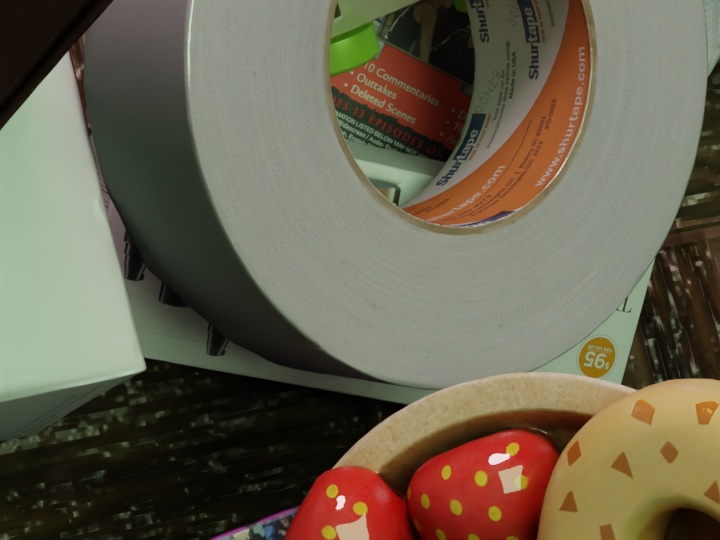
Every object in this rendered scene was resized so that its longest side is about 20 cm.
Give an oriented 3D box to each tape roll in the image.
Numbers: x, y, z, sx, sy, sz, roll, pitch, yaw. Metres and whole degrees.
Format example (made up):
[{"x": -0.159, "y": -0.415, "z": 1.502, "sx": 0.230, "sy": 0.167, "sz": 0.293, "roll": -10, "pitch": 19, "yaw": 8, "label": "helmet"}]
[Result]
[{"x": 0.014, "y": -0.065, "z": 0.880, "sx": 0.199, "sy": 0.066, "sz": 0.202, "roll": -3, "pitch": 95, "yaw": -34, "label": "tape roll"}]

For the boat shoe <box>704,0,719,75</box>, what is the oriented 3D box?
[{"x": 0.107, "y": -0.157, "z": 1.057, "sx": 0.072, "sy": 0.071, "sz": 0.202, "roll": 2, "pitch": 99, "yaw": -15, "label": "boat shoe"}]

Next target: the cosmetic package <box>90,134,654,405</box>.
[{"x": 0.000, "y": 0.000, "z": 0.964, "sx": 0.199, "sy": 0.051, "sz": 0.083, "roll": 11, "pitch": 101, "yaw": -22, "label": "cosmetic package"}]

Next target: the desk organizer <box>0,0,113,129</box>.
[{"x": -0.108, "y": -0.101, "z": 0.747, "sx": 0.077, "sy": 0.200, "sz": 0.072, "roll": 12, "pitch": 72, "yaw": -18, "label": "desk organizer"}]

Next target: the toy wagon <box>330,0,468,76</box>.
[{"x": -0.022, "y": -0.143, "z": 0.920, "sx": 0.199, "sy": 0.040, "sz": 0.156, "roll": -25, "pitch": 106, "yaw": -25, "label": "toy wagon"}]

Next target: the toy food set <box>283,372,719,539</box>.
[{"x": 0.054, "y": 0.129, "z": 0.795, "sx": 0.049, "sy": 0.199, "sz": 0.200, "roll": -5, "pitch": 94, "yaw": -63, "label": "toy food set"}]

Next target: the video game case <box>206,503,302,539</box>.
[{"x": -0.062, "y": 0.185, "z": 0.870, "sx": 0.199, "sy": 0.036, "sz": 0.182, "roll": -21, "pitch": 87, "yaw": -1, "label": "video game case"}]

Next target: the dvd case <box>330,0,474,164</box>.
[{"x": 0.040, "y": -0.108, "z": 0.999, "sx": 0.145, "sy": 0.022, "sz": 0.201, "roll": 25, "pitch": 93, "yaw": -18, "label": "dvd case"}]

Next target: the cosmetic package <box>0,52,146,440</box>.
[{"x": -0.143, "y": -0.045, "z": 0.890, "sx": 0.081, "sy": 0.113, "sz": 0.201, "roll": -13, "pitch": 85, "yaw": -27, "label": "cosmetic package"}]
